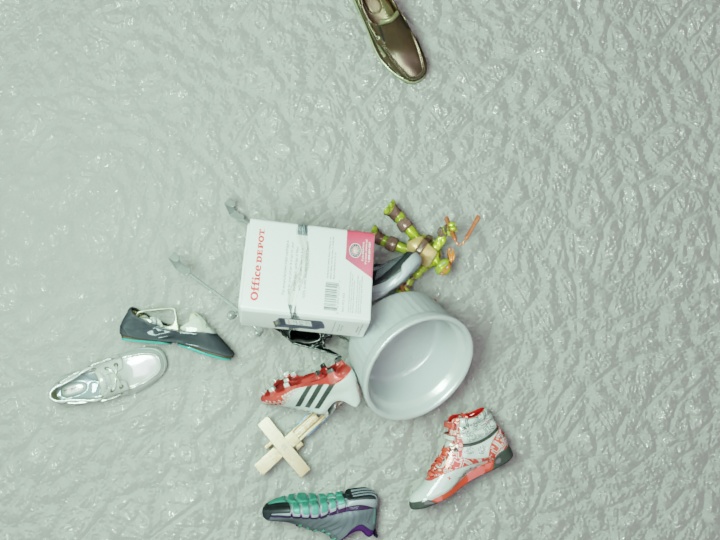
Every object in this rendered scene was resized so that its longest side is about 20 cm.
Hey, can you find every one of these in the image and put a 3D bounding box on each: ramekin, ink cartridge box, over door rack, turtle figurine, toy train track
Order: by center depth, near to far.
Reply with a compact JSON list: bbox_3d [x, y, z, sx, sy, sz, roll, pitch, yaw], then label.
[{"bbox_3d":[-0.082,0.013,1.317,0.196,0.085,0.148,6,69,-7],"label":"ink cartridge box"},{"bbox_3d":[0.076,0.132,1.392,0.197,0.098,0.203,-15,127,-20],"label":"ramekin"},{"bbox_3d":[-0.189,-0.002,1.408,0.199,0.067,0.148,37,68,15],"label":"over door rack"},{"bbox_3d":[0.101,-0.046,1.445,0.160,0.064,0.201,37,112,6],"label":"turtle figurine"},{"bbox_3d":[-0.098,0.271,1.464,0.199,0.033,0.115,-41,85,-7],"label":"toy train track"}]

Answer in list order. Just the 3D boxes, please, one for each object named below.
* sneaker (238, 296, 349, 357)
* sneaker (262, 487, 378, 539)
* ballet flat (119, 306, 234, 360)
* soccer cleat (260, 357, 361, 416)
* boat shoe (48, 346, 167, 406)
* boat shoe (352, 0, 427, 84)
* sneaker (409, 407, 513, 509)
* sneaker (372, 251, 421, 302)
[{"bbox_3d":[-0.114,0.083,1.421,0.197,0.104,0.061,27,90,-2],"label":"sneaker"},{"bbox_3d":[-0.065,0.423,1.446,0.196,0.074,0.089,-4,96,-3],"label":"sneaker"},{"bbox_3d":[-0.303,0.099,1.434,0.196,0.073,0.075,11,90,0],"label":"ballet flat"},{"bbox_3d":[-0.084,0.204,1.407,0.198,0.069,0.086,-21,104,34],"label":"soccer cleat"},{"bbox_3d":[-0.419,0.183,1.428,0.197,0.069,0.072,-21,90,-3],"label":"boat shoe"},{"bbox_3d":[0.045,-0.405,1.436,0.074,0.075,0.204,-35,92,-1],"label":"boat shoe"},{"bbox_3d":[0.151,0.312,1.455,0.199,0.067,0.109,-28,91,-5],"label":"sneaker"},{"bbox_3d":[0.000,0.000,1.419,0.199,0.075,0.115,-34,87,23],"label":"sneaker"}]
